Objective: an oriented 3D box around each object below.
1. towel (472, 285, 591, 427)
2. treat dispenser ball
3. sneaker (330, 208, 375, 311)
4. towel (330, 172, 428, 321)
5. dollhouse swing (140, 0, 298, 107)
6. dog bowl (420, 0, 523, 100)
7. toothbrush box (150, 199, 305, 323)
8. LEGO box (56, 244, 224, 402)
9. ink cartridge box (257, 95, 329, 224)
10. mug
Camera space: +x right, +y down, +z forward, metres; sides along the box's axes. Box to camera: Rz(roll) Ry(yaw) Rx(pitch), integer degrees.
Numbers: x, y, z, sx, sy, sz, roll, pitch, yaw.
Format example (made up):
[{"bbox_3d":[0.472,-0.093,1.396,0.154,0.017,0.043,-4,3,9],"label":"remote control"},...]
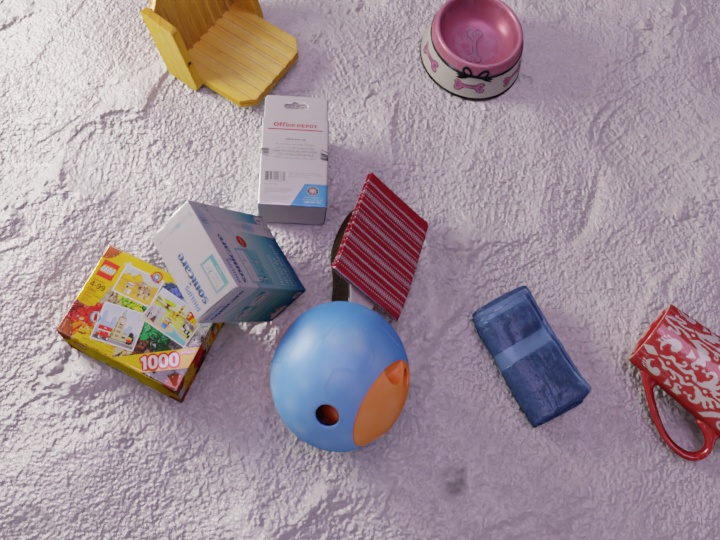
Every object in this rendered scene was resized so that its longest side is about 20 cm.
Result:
[{"bbox_3d":[0.263,0.132,1.143,0.109,0.049,0.203,-24,72,-14],"label":"towel"},{"bbox_3d":[-0.028,0.146,1.023,0.194,0.202,0.207,2,67,-5],"label":"treat dispenser ball"},{"bbox_3d":[0.000,0.000,1.172,0.083,0.072,0.205,25,54,-31],"label":"sneaker"},{"bbox_3d":[0.034,-0.040,1.154,0.144,0.022,0.203,38,52,-23],"label":"towel"},{"bbox_3d":[-0.227,-0.419,1.261,0.173,0.183,0.202,26,65,27],"label":"dollhouse swing"},{"bbox_3d":[0.210,-0.419,1.349,0.194,0.074,0.206,2,68,-6],"label":"dog bowl"},{"bbox_3d":[-0.187,-0.008,1.067,0.085,0.199,0.148,-39,72,18],"label":"toothbrush box"},{"bbox_3d":[-0.317,0.079,1.089,0.196,0.078,0.152,24,68,4],"label":"LEGO box"},{"bbox_3d":[-0.110,-0.184,1.223,0.112,0.067,0.206,3,68,-4],"label":"ink cartridge box"},{"bbox_3d":[0.508,0.170,1.111,0.199,0.134,0.178,39,67,14],"label":"mug"}]
